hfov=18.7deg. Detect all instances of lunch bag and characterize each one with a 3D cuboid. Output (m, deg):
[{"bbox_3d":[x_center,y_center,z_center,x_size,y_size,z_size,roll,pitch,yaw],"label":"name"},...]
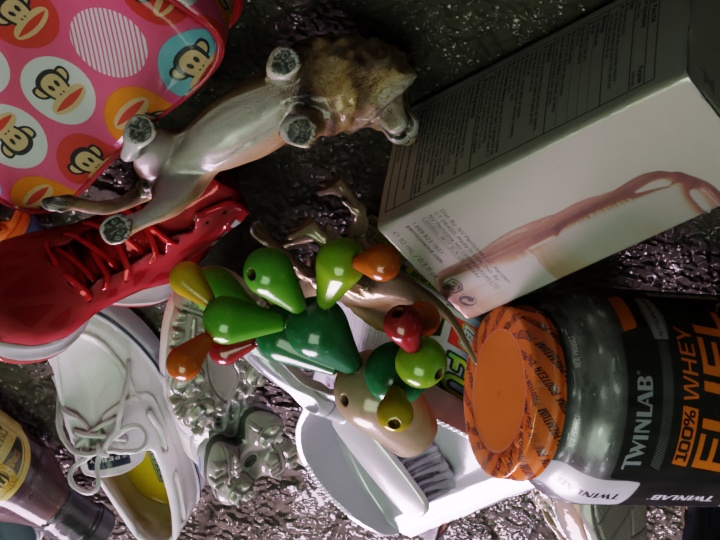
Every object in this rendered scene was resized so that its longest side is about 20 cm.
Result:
[{"bbox_3d":[-0.182,-0.136,1.187,0.176,0.082,0.200,38,130,-21],"label":"lunch bag"}]

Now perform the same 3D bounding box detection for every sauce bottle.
[{"bbox_3d":[-0.249,0.123,1.458,0.200,0.066,0.066,37,129,-23],"label":"sauce bottle"}]

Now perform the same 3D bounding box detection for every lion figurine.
[{"bbox_3d":[-0.066,-0.073,1.174,0.200,0.122,0.073,-19,93,8],"label":"lion figurine"}]

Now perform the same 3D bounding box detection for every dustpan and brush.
[{"bbox_3d":[-0.004,0.089,1.296,0.140,0.057,0.200,-28,108,44],"label":"dustpan and brush"}]

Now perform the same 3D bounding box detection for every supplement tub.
[{"bbox_3d":[0.167,0.072,1.235,0.200,0.123,0.123,3,138,-21],"label":"supplement tub"}]

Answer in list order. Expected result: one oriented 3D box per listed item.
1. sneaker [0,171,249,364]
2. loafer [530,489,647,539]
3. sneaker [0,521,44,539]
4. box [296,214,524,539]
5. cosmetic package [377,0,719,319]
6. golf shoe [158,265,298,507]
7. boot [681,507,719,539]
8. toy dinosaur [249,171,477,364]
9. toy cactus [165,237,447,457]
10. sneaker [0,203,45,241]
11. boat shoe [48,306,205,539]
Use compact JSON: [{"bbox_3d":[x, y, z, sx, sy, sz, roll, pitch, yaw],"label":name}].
[{"bbox_3d":[-0.139,-0.022,1.227,0.078,0.200,0.116,51,123,6],"label":"sneaker"},{"bbox_3d":[0.125,0.108,1.366,0.063,0.072,0.200,2,129,35],"label":"loafer"},{"bbox_3d":[-0.321,0.173,1.507,0.200,0.082,0.074,12,133,2],"label":"sneaker"},{"bbox_3d":[0.026,0.070,1.339,0.110,0.035,0.200,30,136,16],"label":"box"},{"bbox_3d":[0.116,-0.067,1.172,0.200,0.103,0.087,-25,124,33],"label":"cosmetic package"},{"bbox_3d":[-0.101,0.058,1.339,0.097,0.078,0.200,44,154,34],"label":"golf shoe"},{"bbox_3d":[0.240,0.205,1.360,0.073,0.154,0.204,-11,129,22],"label":"boot"},{"bbox_3d":[0.000,0.000,1.244,0.200,0.058,0.101,2,133,55],"label":"toy dinosaur"},{"bbox_3d":[-0.013,0.052,1.187,0.200,0.102,0.165,3,146,42],"label":"toy cactus"},{"bbox_3d":[-0.264,0.020,1.360,0.200,0.075,0.078,-24,127,32],"label":"sneaker"},{"bbox_3d":[-0.159,0.105,1.404,0.075,0.086,0.202,-4,132,17],"label":"boat shoe"}]
